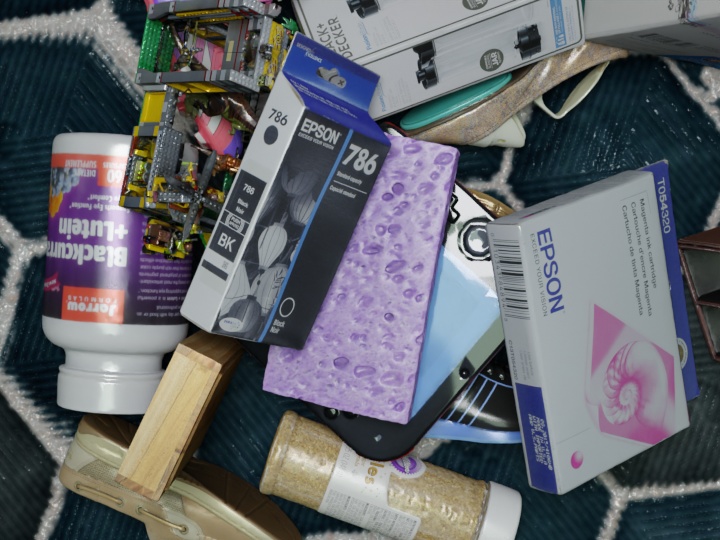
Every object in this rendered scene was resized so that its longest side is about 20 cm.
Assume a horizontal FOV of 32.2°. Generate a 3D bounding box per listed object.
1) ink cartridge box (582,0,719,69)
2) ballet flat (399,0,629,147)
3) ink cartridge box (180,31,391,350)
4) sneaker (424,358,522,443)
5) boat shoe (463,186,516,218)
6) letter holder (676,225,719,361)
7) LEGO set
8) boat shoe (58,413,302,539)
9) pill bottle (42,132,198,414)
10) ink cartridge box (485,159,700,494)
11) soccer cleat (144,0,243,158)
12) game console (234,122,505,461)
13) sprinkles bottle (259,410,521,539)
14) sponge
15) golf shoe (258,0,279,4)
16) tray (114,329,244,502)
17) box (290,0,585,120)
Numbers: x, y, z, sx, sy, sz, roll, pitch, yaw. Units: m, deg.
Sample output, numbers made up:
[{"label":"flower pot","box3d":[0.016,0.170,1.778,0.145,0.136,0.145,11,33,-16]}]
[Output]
[{"label":"ink cartridge box","box3d":[0.278,-0.231,0.873,0.146,0.199,0.147,6,91,-28]},{"label":"ballet flat","box3d":[0.126,-0.137,0.965,0.199,0.068,0.068,-33,113,1]},{"label":"ink cartridge box","box3d":[-0.042,-0.048,0.838,0.039,0.099,0.202,27,98,38]},{"label":"sneaker","box3d":[0.079,0.087,0.965,0.197,0.070,0.079,2,98,0]},{"label":"boat shoe","box3d":[0.057,-0.037,0.962,0.198,0.069,0.074,24,98,3]},{"label":"letter holder","box3d":[0.360,-0.006,0.930,0.198,0.142,0.102,-19,91,0]},{"label":"LEGO set","box3d":[-0.080,-0.101,0.872,0.115,0.153,0.202,5,74,39]},{"label":"boat shoe","box3d":[-0.139,0.183,0.970,0.198,0.071,0.065,28,97,7]},{"label":"pill bottle","box3d":[-0.182,0.002,0.939,0.110,0.111,0.203,3,91,-1]},{"label":"ink cartridge box","box3d":[0.188,0.035,0.913,0.198,0.043,0.199,-20,104,-33]},{"label":"soccer cleat","box3d":[-0.125,-0.182,0.961,0.076,0.067,0.202,-24,89,-5]},{"label":"game console","box3d":[0.018,0.020,0.921,0.177,0.031,0.200,41,97,1]},{"label":"sprinkles bottle","box3d":[0.023,0.172,0.967,0.198,0.068,0.069,19,91,-1]},{"label":"sponge","box3d":[0.000,0.000,0.898,0.110,0.030,0.203,11,93,11]},{"label":"golf shoe","box3d":[-0.063,-0.284,0.905,0.074,0.092,0.202,-2,50,15]},{"label":"tray","box3d":[-0.124,0.096,0.898,0.037,0.200,0.100,26,91,-2]},{"label":"box","box3d":[0.055,-0.192,0.934,0.198,0.060,0.117,-20,50,1]}]
